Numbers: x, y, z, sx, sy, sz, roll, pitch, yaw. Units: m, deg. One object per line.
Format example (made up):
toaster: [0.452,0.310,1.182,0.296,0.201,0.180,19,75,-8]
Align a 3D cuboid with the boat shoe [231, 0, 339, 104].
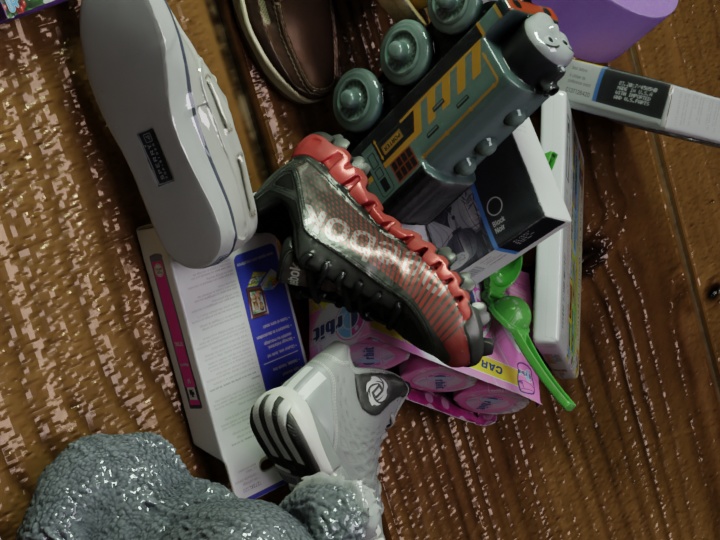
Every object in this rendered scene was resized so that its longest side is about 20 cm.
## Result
boat shoe: [-0.052,-0.219,1.008,0.075,0.075,0.203,-31,107,-40]

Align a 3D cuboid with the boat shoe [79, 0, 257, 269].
boat shoe: [-0.116,-0.103,0.911,0.066,0.072,0.201,-33,103,-54]

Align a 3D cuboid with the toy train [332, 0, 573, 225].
toy train: [0.063,-0.122,0.987,0.085,0.200,0.114,2,53,-49]

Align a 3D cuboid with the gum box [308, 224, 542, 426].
gum box: [0.053,0.036,1.069,0.200,0.066,0.114,23,53,-39]

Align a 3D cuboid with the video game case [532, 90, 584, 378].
video game case: [0.164,-0.023,1.160,0.182,0.023,0.201,44,48,-71]

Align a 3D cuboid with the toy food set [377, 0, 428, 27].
toy food set: [0.008,-0.266,1.028,0.198,0.049,0.200,47,19,-53]

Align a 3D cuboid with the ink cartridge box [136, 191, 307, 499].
ink cartridge box: [-0.085,0.053,0.979,0.095,0.037,0.201,-21,98,-43]

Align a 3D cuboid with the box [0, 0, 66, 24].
box: [-0.215,-0.267,0.884,0.137,0.039,0.201,-32,107,-40]

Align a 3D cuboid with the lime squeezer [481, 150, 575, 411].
lime squeezer: [0.124,0.015,1.053,0.038,0.070,0.201,36,48,-56]

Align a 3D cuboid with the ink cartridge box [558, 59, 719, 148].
ink cartridge box: [0.242,-0.140,1.196,0.200,0.197,0.047,5,102,-42]

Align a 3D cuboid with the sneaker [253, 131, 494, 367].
sneaker: [0.000,0.000,0.942,0.098,0.071,0.200,-34,70,-24]

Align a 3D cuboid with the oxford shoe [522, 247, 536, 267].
oxford shoe: [0.109,-0.082,1.151,0.200,0.071,0.071,55,52,-27]

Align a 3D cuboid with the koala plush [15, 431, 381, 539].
koala plush: [-0.094,0.183,0.843,0.177,0.200,0.184,-38,111,-38]

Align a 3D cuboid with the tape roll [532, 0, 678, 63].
tape roll: [0.173,-0.272,1.179,0.200,0.066,0.201,26,44,-27]

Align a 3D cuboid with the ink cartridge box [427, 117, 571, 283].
ink cartridge box: [0.077,-0.099,1.053,0.039,0.099,0.201,9,53,-47]

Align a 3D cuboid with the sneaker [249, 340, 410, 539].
sneaker: [0.006,0.132,0.983,0.116,0.075,0.200,-46,133,-31]
